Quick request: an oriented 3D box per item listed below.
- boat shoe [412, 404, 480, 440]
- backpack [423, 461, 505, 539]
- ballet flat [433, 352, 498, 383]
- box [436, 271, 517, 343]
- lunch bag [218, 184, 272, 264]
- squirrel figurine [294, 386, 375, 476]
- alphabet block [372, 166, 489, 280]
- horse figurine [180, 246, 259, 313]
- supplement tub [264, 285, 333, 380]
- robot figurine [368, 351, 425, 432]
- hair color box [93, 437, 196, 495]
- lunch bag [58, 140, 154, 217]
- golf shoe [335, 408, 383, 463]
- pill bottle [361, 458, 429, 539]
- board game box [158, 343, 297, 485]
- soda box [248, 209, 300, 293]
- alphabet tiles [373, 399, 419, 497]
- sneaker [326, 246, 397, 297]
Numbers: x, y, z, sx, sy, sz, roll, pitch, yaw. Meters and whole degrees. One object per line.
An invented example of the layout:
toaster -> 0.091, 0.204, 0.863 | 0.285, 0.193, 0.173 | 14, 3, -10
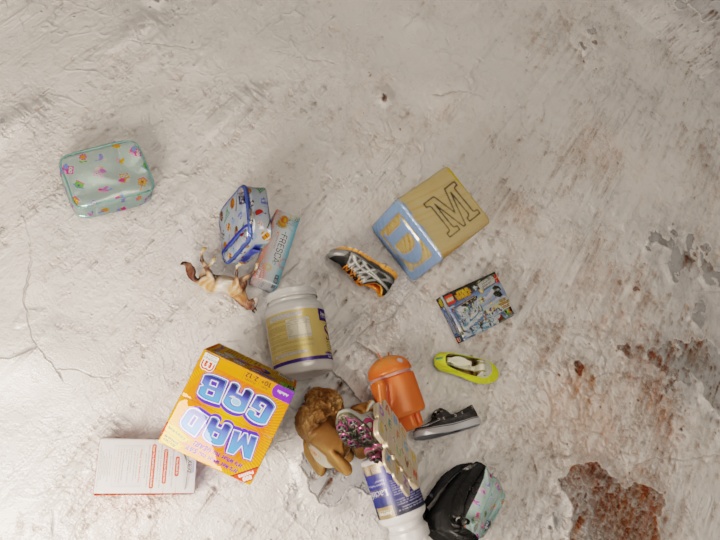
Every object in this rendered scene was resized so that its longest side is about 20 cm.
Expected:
boat shoe -> 0.213, 0.378, 1.652 | 0.199, 0.070, 0.066 | -7, 66, -24
backpack -> 0.251, 0.558, 1.560 | 0.127, 0.167, 0.200 | 53, 56, -19
ballet flat -> 0.290, 0.255, 1.728 | 0.199, 0.067, 0.067 | 15, 65, -16
box -> 0.323, 0.101, 1.815 | 0.199, 0.040, 0.137 | -21, 80, -27
lunch bag -> -0.277, -0.104, 1.564 | 0.075, 0.200, 0.161 | 3, 68, -30
squirrel figurine -> -0.050, 0.352, 1.520 | 0.186, 0.141, 0.200 | -36, 89, -35
alphabet block -> 0.186, -0.124, 1.762 | 0.200, 0.195, 0.197 | -36, 88, -27
horse figurine -> -0.328, 0.019, 1.556 | 0.199, 0.133, 0.050 | 14, 36, -11
supplement tub -> -0.148, 0.150, 1.549 | 0.145, 0.145, 0.201 | -4, 72, -23
robot figurine -> 0.086, 0.295, 1.603 | 0.143, 0.117, 0.201 | -12, 75, -26
hair color box -> -0.449, 0.414, 1.376 | 0.199, 0.064, 0.111 | 6, 67, -18
lunch bag -> -0.598, -0.221, 1.551 | 0.199, 0.077, 0.161 | -20, 77, -27
golf shoe -> 0.006, 0.346, 1.436 | 0.200, 0.072, 0.092 | 49, 24, -40
pill bottle -> 0.084, 0.521, 1.516 | 0.115, 0.116, 0.201 | -13, 75, -25
board game box -> -0.265, 0.288, 1.361 | 0.199, 0.200, 0.200 | 26, 85, -2
soda box -> -0.215, -0.050, 1.645 | 0.068, 0.064, 0.201 | 22, 65, -13
alphabet tiles -> 0.080, 0.389, 1.449 | 0.200, 0.015, 0.196 | 58, 17, -26
sneaker -> 0.000, 0.000, 1.707 | 0.199, 0.078, 0.077 | 25, 72, -10
